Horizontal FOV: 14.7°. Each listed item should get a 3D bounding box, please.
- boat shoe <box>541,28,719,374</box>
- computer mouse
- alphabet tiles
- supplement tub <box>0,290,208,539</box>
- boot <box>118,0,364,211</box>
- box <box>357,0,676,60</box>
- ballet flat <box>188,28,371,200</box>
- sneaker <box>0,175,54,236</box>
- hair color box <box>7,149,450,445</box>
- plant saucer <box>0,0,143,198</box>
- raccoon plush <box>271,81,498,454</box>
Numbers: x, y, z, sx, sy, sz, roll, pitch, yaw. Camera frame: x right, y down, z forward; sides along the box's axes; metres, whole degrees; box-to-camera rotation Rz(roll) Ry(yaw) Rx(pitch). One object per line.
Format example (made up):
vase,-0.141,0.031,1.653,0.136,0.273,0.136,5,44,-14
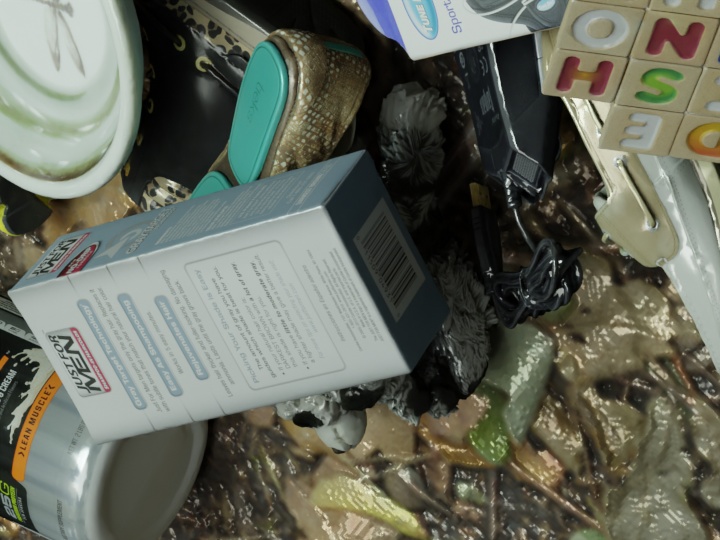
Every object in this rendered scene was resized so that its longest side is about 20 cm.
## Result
boat shoe,0.145,-0.038,1.332,0.068,0.075,0.200,-16,101,18
computer mouse,0.079,-0.070,1.391,0.140,0.046,0.200,122,135,-74
alphabet tiles,0.186,-0.096,1.219,0.200,0.008,0.167,7,145,-6
supplement tub,-0.200,0.082,1.638,0.200,0.123,0.123,21,124,27
boot,-0.103,-0.115,1.497,0.200,0.073,0.151,33,129,12
box,0.067,-0.167,1.265,0.200,0.041,0.119,-7,109,46
ballet flat,-0.043,-0.044,1.435,0.200,0.065,0.071,-60,44,45
sneaker,-0.233,-0.114,1.590,0.085,0.074,0.200,10,118,34
hair color box,-0.067,0.016,1.399,0.200,0.061,0.099,-15,114,32
plant saucer,-0.170,-0.138,1.459,0.200,0.050,0.200,27,131,36
raccoon plush,0.000,0.000,1.494,0.134,0.097,0.200,7,88,49
